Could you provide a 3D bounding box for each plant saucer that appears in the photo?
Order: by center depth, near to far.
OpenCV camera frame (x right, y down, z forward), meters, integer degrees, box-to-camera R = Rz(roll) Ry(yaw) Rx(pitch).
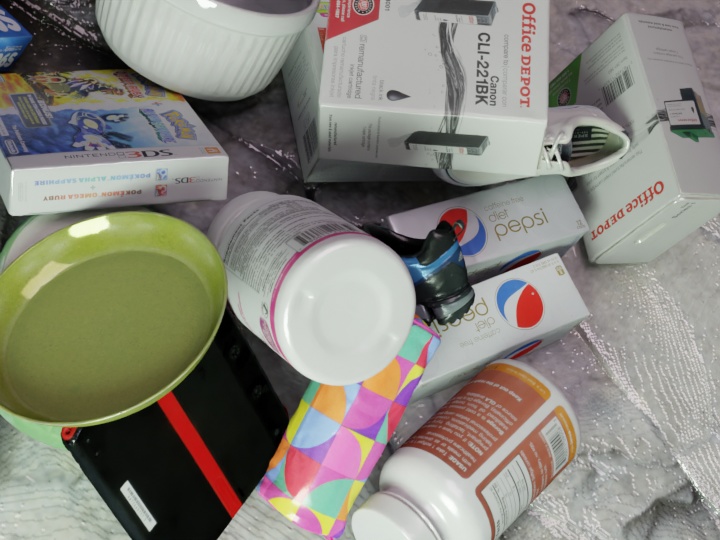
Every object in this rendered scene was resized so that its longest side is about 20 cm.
[{"bbox_3d":[-0.190,0.040,1.104,0.197,0.031,0.202,-8,47,8],"label":"plant saucer"}]

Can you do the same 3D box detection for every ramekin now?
[{"bbox_3d":[-0.215,0.037,1.219,0.197,0.098,0.202,9,62,-17],"label":"ramekin"},{"bbox_3d":[-0.144,-0.241,1.349,0.198,0.106,0.201,20,32,-13],"label":"ramekin"}]

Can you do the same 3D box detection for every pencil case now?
[{"bbox_3d":[-0.010,0.119,1.218,0.088,0.088,0.202,28,92,-6],"label":"pencil case"}]

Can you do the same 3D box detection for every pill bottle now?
[{"bbox_3d":[-0.047,0.006,1.170,0.112,0.200,0.115,-7,108,-23],"label":"pill bottle"},{"bbox_3d":[0.088,0.174,1.263,0.112,0.112,0.200,48,58,6],"label":"pill bottle"}]

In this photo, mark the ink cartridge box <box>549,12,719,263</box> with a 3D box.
[{"bbox_3d":[0.269,-0.124,1.462,0.083,0.146,0.202,1,65,-31],"label":"ink cartridge box"}]

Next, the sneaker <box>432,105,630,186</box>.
[{"bbox_3d":[0.160,-0.117,1.370,0.198,0.071,0.074,-15,111,-27],"label":"sneaker"}]

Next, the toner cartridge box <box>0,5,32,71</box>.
[{"bbox_3d":[-0.360,-0.208,1.248,0.095,0.043,0.200,42,16,3],"label":"toner cartridge box"}]

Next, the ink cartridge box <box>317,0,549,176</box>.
[{"bbox_3d":[0.066,-0.171,1.312,0.197,0.084,0.146,5,60,0],"label":"ink cartridge box"}]

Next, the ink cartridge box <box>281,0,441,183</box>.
[{"bbox_3d":[0.033,-0.181,1.436,0.197,0.084,0.178,-2,65,-23],"label":"ink cartridge box"}]

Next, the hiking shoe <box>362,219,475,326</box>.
[{"bbox_3d":[0.000,0.000,1.291,0.197,0.088,0.074,-5,18,15],"label":"hiking shoe"}]

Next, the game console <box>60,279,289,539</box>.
[{"bbox_3d":[-0.138,0.125,1.170,0.031,0.201,0.177,15,54,38],"label":"game console"}]

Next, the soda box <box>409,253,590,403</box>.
[{"bbox_3d":[0.107,0.054,1.360,0.198,0.064,0.069,-20,74,-28],"label":"soda box"}]

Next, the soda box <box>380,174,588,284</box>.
[{"bbox_3d":[0.109,-0.030,1.394,0.198,0.064,0.069,-16,71,-28],"label":"soda box"}]

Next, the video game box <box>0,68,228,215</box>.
[{"bbox_3d":[-0.226,-0.113,1.261,0.180,0.047,0.200,-4,30,-25],"label":"video game box"}]
